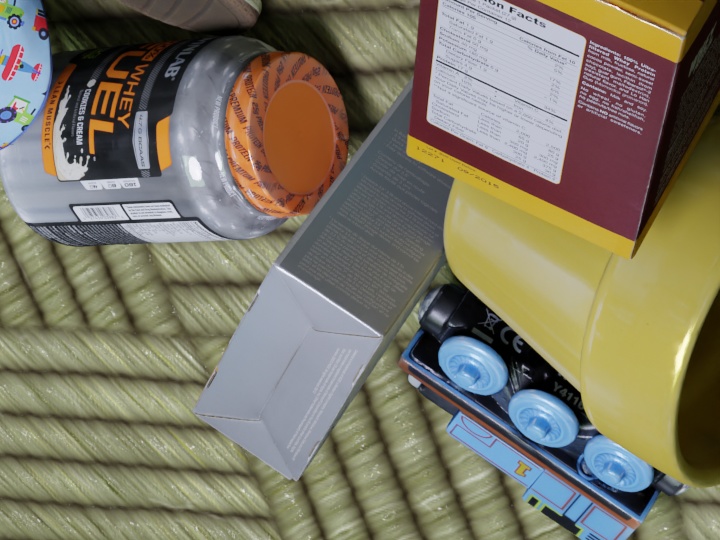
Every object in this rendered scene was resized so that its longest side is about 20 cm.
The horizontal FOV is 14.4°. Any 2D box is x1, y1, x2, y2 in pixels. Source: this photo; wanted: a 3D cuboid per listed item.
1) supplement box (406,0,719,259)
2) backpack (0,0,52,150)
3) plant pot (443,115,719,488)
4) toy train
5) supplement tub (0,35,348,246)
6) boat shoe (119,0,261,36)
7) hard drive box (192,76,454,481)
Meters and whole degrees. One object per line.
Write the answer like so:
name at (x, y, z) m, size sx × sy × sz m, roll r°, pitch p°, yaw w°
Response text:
supplement box at (0.128, -0.156, 1.408) m, size 0.132 × 0.198 × 0.200 m, roll 25°, pitch 153°, yaw 12°
backpack at (-0.276, -0.162, 1.697) m, size 0.182 × 0.134 × 0.201 m, roll -16°, pitch 85°, yaw 41°
plant pot at (0.155, -0.011, 1.568) m, size 0.188 × 0.201 × 0.202 m, roll 29°, pitch 140°, yaw 29°
toy train at (0.113, 0.085, 1.752) m, size 0.199 × 0.087 × 0.114 m, roll 33°, pitch 144°, yaw 1°
supplement tub at (-0.112, -0.078, 1.719) m, size 0.199 × 0.123 × 0.123 m, roll -2°, pitch 126°, yaw 37°
boat shoe at (-0.136, -0.210, 1.660) m, size 0.199 × 0.077 × 0.072 m, roll 30°, pitch 147°, yaw -29°
hard drive box at (0.000, 0.000, 1.662) m, size 0.077 × 0.200 × 0.156 m, roll 34°, pitch 138°, yaw 3°
